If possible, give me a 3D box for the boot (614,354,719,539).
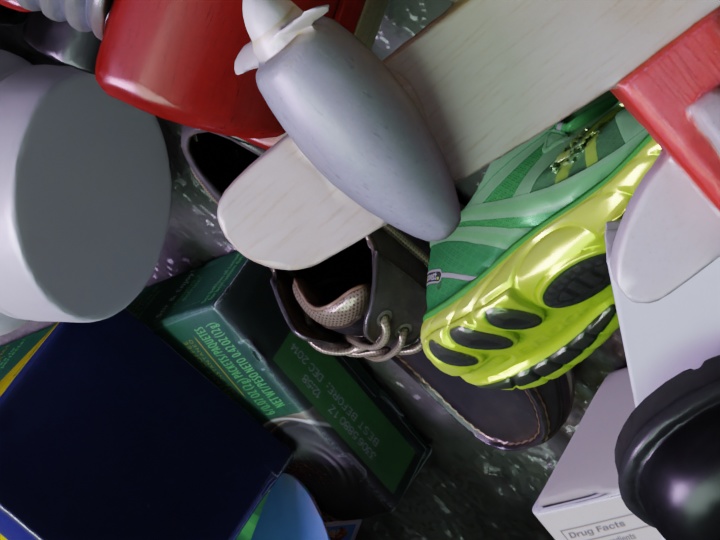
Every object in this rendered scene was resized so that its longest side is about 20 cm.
[{"bbox_3d":[0.183,0.100,0.743,0.209,0.158,0.080,3,131,-2],"label":"boot"}]

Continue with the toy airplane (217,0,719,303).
[{"bbox_3d":[0.065,-0.088,0.700,0.197,0.202,0.141,9,174,11],"label":"toy airplane"}]

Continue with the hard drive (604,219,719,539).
[{"bbox_3d":[0.185,0.025,0.801,0.198,0.027,0.133,-9,129,8],"label":"hard drive"}]

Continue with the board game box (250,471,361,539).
[{"bbox_3d":[-0.020,0.185,1.025,0.039,0.159,0.201,4,133,-19],"label":"board game box"}]

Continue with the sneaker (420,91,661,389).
[{"bbox_3d":[0.089,-0.039,0.827,0.200,0.084,0.074,-35,140,31],"label":"sneaker"}]

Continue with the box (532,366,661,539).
[{"bbox_3d":[0.165,0.124,0.942,0.095,0.078,0.200,-17,119,44],"label":"box"}]

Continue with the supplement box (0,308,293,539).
[{"bbox_3d":[-0.135,0.114,1.048,0.109,0.109,0.200,41,141,-7],"label":"supplement box"}]

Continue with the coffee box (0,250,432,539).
[{"bbox_3d":[-0.077,0.068,1.083,0.199,0.044,0.123,-19,118,45],"label":"coffee box"}]

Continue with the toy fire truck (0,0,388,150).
[{"bbox_3d":[-0.090,-0.115,0.781,0.175,0.200,0.130,25,106,12],"label":"toy fire truck"}]

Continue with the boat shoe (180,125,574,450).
[{"bbox_3d":[0.000,0.000,0.935,0.200,0.073,0.074,48,139,-16],"label":"boat shoe"}]

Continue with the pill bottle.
[{"bbox_3d":[-0.179,-0.031,0.999,0.199,0.114,0.114,2,131,34],"label":"pill bottle"}]
